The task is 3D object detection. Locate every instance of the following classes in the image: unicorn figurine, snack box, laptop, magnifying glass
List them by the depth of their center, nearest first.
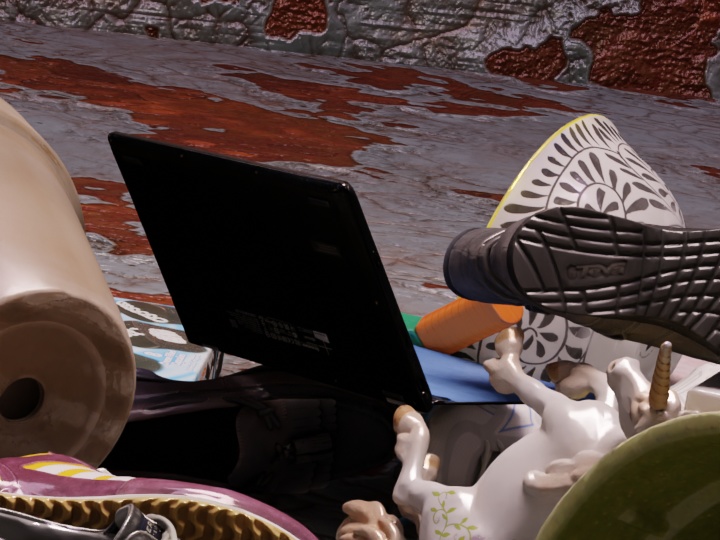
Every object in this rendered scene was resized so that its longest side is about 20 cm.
[{"bbox_3d":[0.080,0.086,1.339,0.074,0.200,0.138,25,20,-31],"label":"unicorn figurine"},{"bbox_3d":[0.000,0.000,1.485,0.116,0.201,0.187,-38,32,-30],"label":"laptop"},{"bbox_3d":[0.028,0.043,1.625,0.022,0.080,0.200,-32,2,-34],"label":"magnifying glass"},{"bbox_3d":[-0.144,0.052,1.693,0.115,0.037,0.200,9,11,2],"label":"snack box"}]

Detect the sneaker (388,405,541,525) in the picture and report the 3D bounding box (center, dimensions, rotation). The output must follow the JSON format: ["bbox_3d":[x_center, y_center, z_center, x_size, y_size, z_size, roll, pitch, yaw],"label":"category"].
[{"bbox_3d":[0.076,0.098,1.555,0.086,0.075,0.200,18,13,17],"label":"sneaker"}]

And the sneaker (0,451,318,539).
[{"bbox_3d":[-0.109,0.115,1.303,0.199,0.075,0.090,9,16,-2],"label":"sneaker"}]

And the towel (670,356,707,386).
[{"bbox_3d":[0.293,0.088,1.874,0.199,0.032,0.191,0,13,-41],"label":"towel"}]

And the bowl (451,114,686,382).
[{"bbox_3d":[0.138,0.020,1.709,0.094,0.202,0.200,25,17,22],"label":"bowl"}]

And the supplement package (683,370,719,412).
[{"bbox_3d":[0.236,0.111,1.473,0.121,0.120,0.200,12,12,21],"label":"supplement package"}]

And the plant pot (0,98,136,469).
[{"bbox_3d":[-0.197,0.025,1.416,0.199,0.201,0.173,1,22,-34],"label":"plant pot"}]

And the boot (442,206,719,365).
[{"bbox_3d":[0.149,0.008,1.449,0.199,0.070,0.132,19,-5,-11],"label":"boot"}]

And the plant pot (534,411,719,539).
[{"bbox_3d":[0.179,0.163,1.046,0.184,0.201,0.200,14,5,-40],"label":"plant pot"}]

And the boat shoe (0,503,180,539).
[{"bbox_3d":[-0.099,0.133,1.221,0.199,0.071,0.072,8,11,-8],"label":"boat shoe"}]

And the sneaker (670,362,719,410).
[{"bbox_3d":[0.177,0.093,1.667,0.081,0.076,0.200,-2,7,8],"label":"sneaker"}]

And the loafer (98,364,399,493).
[{"bbox_3d":[-0.076,0.089,1.516,0.199,0.072,0.063,3,26,-1],"label":"loafer"}]
